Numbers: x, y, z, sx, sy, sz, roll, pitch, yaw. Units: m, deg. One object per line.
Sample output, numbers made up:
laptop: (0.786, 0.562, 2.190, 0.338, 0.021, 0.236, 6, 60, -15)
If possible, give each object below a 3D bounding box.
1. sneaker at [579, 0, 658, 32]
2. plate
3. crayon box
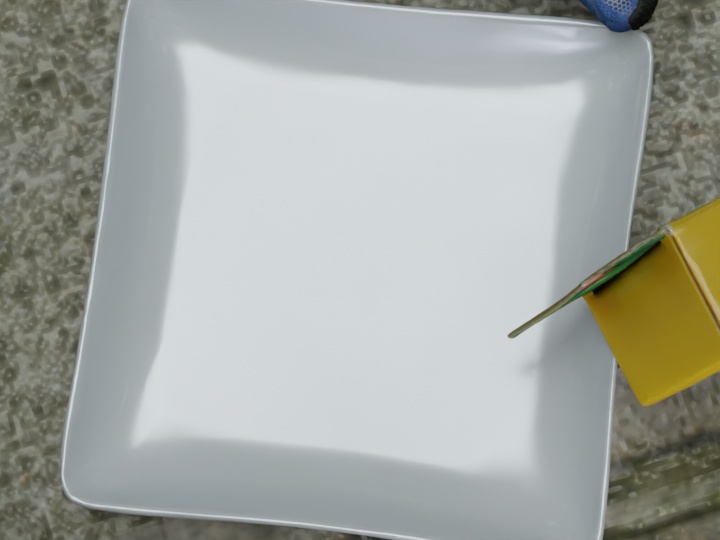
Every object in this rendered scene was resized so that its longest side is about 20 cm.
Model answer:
sneaker: (0.024, -0.142, 1.055, 0.200, 0.079, 0.089, 36, 89, 18)
plate: (0.000, 0.000, 1.044, 0.199, 0.032, 0.200, 6, 80, 5)
crayon box: (0.156, -0.012, 0.969, 0.200, 0.127, 0.051, -27, 85, -11)
